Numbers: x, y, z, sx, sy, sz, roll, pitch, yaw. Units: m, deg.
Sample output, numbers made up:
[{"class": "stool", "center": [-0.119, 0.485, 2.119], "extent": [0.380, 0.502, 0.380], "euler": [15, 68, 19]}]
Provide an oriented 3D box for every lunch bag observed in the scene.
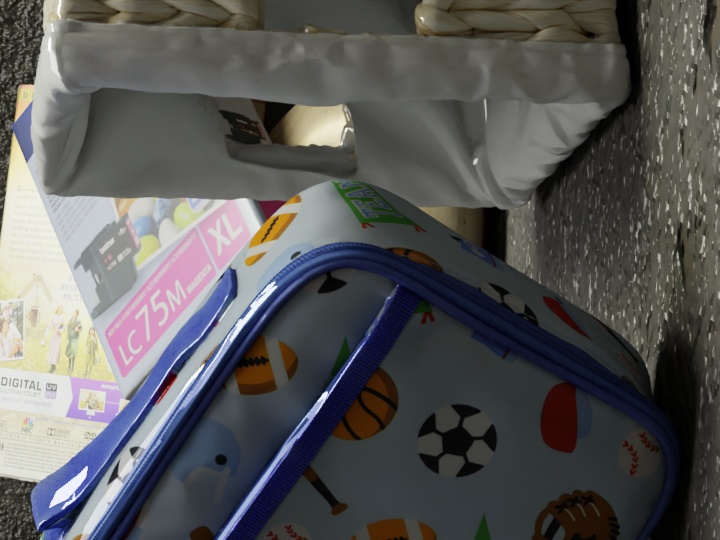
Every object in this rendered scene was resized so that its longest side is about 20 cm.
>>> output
[{"class": "lunch bag", "center": [-0.011, 0.080, 0.743], "extent": [0.200, 0.160, 0.076], "euler": [-54, 20, 18]}]

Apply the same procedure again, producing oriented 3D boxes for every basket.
[{"class": "basket", "center": [-0.019, -0.116, 0.876], "extent": [0.200, 0.198, 0.161], "euler": [129, 141, -77]}]

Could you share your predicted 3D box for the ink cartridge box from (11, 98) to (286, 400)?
[{"class": "ink cartridge box", "center": [-0.100, -0.052, 1.118], "extent": [0.119, 0.042, 0.200], "euler": [-46, 53, 31]}]

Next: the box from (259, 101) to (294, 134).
[{"class": "box", "center": [-0.046, -0.056, 1.252], "extent": [0.148, 0.107, 0.201], "euler": [10, -102, -55]}]

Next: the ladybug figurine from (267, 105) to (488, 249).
[{"class": "ladybug figurine", "center": [0.000, 0.000, 1.096], "extent": [0.136, 0.072, 0.200], "euler": [36, 112, 32]}]

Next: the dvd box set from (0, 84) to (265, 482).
[{"class": "dvd box set", "center": [-0.121, 0.009, 1.183], "extent": [0.029, 0.146, 0.201], "euler": [10, -95, -54]}]
